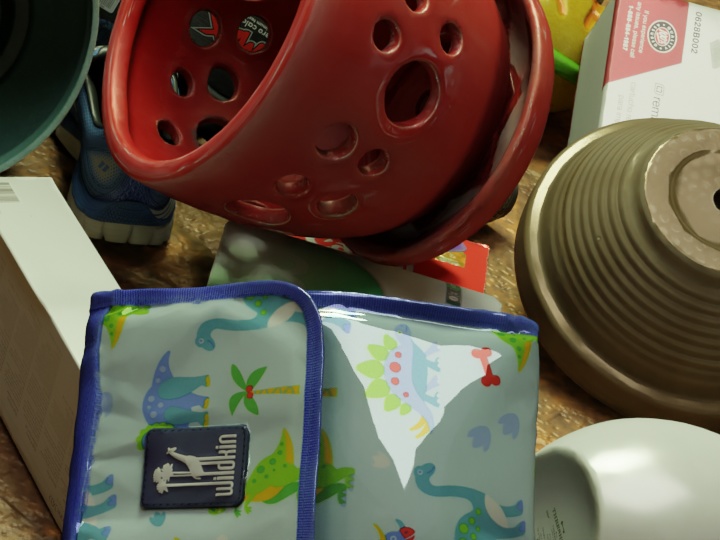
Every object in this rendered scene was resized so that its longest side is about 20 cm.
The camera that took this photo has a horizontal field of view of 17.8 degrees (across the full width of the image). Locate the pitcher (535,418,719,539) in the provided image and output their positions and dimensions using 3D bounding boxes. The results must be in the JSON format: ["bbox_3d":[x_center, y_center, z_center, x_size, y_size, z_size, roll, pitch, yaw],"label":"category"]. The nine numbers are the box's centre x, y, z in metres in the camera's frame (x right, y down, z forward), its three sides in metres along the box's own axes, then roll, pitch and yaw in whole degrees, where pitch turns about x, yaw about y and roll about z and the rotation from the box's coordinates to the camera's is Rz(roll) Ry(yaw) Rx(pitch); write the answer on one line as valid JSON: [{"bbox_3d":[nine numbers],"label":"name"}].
[{"bbox_3d":[0.174,0.158,1.086,0.200,0.121,0.172,13,45,-30],"label":"pitcher"}]

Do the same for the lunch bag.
[{"bbox_3d":[-0.028,0.099,0.993,0.200,0.127,0.170,8,67,-10],"label":"lunch bag"}]

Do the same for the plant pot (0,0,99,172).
[{"bbox_3d":[-0.245,-0.148,1.289,0.200,0.201,0.134,14,5,-6],"label":"plant pot"}]

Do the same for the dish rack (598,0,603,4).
[{"bbox_3d":[0.088,-0.248,1.688,0.172,0.044,0.200,42,17,33],"label":"dish rack"}]

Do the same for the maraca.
[{"bbox_3d":[0.090,-0.174,1.534,0.200,0.107,0.137,29,11,-31],"label":"maraca"}]

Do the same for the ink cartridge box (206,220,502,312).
[{"bbox_3d":[0.000,0.000,1.296,0.161,0.050,0.200,16,33,-3],"label":"ink cartridge box"}]

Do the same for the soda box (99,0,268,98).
[{"bbox_3d":[-0.070,-0.136,1.367,0.200,0.063,0.071,32,4,-6],"label":"soda box"}]

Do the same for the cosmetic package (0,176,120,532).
[{"bbox_3d":[-0.145,0.042,1.121,0.051,0.083,0.200,-1,36,-32],"label":"cosmetic package"}]

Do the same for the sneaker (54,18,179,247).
[{"bbox_3d":[-0.135,-0.099,1.339,0.078,0.089,0.200,7,32,-20],"label":"sneaker"}]

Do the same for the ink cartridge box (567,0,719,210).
[{"bbox_3d":[0.237,-0.079,1.448,0.200,0.083,0.147,13,66,-7],"label":"ink cartridge box"}]

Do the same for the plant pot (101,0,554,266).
[{"bbox_3d":[-0.014,-0.108,1.229,0.182,0.201,0.201,24,23,-36],"label":"plant pot"}]

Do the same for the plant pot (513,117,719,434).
[{"bbox_3d":[0.195,-0.015,1.302,0.200,0.093,0.201,6,59,-11],"label":"plant pot"}]

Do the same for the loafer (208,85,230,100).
[{"bbox_3d":[-0.104,-0.155,1.484,0.200,0.072,0.063,45,5,34],"label":"loafer"}]

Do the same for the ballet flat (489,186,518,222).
[{"bbox_3d":[0.016,-0.095,1.440,0.200,0.067,0.046,43,34,25],"label":"ballet flat"}]

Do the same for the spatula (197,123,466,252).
[{"bbox_3d":[-0.026,-0.054,1.373,0.200,0.021,0.056,23,13,29],"label":"spatula"}]
